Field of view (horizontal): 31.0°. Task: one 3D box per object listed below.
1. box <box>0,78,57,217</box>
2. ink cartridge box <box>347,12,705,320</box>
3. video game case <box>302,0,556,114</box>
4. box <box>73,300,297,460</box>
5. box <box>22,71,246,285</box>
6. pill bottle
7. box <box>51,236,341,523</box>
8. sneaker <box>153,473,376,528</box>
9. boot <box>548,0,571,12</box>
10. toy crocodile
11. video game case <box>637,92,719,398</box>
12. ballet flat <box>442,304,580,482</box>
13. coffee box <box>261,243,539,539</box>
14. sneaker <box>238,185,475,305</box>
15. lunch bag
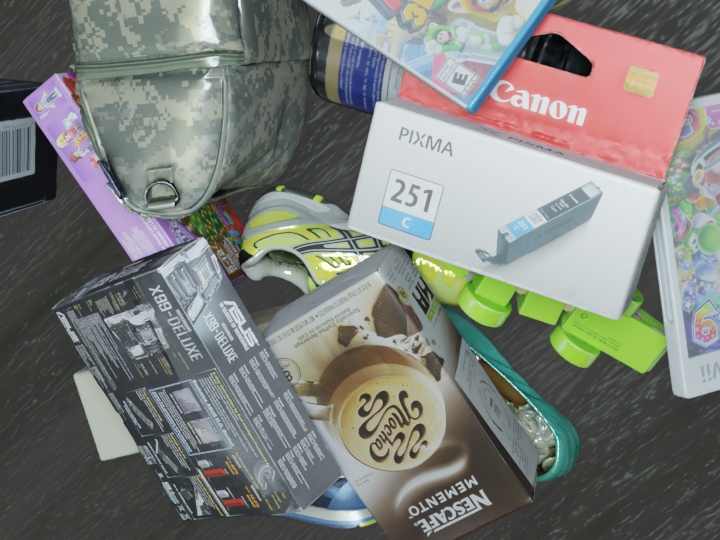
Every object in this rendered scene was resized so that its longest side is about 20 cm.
[{"bbox_3d":[-0.372,-0.106,1.062,0.200,0.148,0.105,7,103,15],"label":"box"},{"bbox_3d":[0.106,-0.083,0.865,0.200,0.045,0.176,19,107,16],"label":"ink cartridge box"},{"bbox_3d":[0.038,-0.217,0.873,0.200,0.018,0.143,37,93,18],"label":"video game case"},{"bbox_3d":[-0.120,0.087,1.060,0.200,0.095,0.078,-15,96,16],"label":"box"},{"bbox_3d":[-0.163,-0.066,1.017,0.039,0.137,0.200,-34,91,19],"label":"box"},{"bbox_3d":[0.072,-0.152,0.949,0.200,0.112,0.112,18,105,11],"label":"pill bottle"},{"bbox_3d":[-0.122,0.086,0.941,0.158,0.050,0.200,-18,105,48],"label":"box"},{"bbox_3d":[-0.072,0.158,1.074,0.200,0.074,0.082,5,100,7],"label":"sneaker"},{"bbox_3d":[0.158,-0.268,0.878,0.072,0.155,0.200,37,107,6],"label":"boot"},{"bbox_3d":[0.139,0.015,0.948,0.200,0.062,0.068,25,117,-9],"label":"toy crocodile"},{"bbox_3d":[0.267,-0.024,0.899,0.143,0.018,0.200,-12,99,-22],"label":"video game case"},{"bbox_3d":[0.089,0.092,1.014,0.200,0.070,0.067,40,108,5],"label":"ballet flat"},{"bbox_3d":[0.030,0.096,0.944,0.113,0.080,0.200,-31,99,19],"label":"coffee box"},{"bbox_3d":[0.000,0.000,1.005,0.200,0.076,0.075,14,144,17],"label":"sneaker"},{"bbox_3d":[-0.118,-0.131,0.959,0.139,0.200,0.168,-4,99,16],"label":"lunch bag"}]
